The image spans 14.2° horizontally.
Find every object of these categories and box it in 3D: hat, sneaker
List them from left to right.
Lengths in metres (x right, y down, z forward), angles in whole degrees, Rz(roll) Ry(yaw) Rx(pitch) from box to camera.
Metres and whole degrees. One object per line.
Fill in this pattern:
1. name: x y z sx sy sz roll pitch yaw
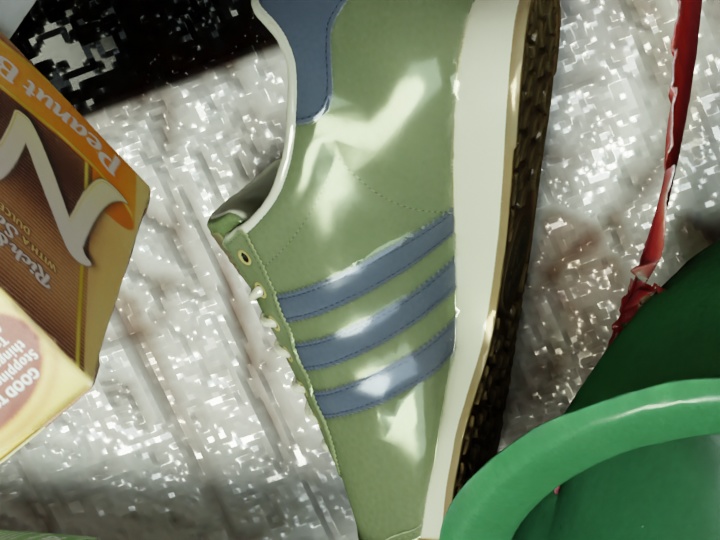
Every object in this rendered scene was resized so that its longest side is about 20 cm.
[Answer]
1. sneaker: 0.000 0.000 0.831 0.089 0.067 0.201 13 119 12
2. hat: 0.112 0.005 0.837 0.165 0.177 0.200 16 142 -18

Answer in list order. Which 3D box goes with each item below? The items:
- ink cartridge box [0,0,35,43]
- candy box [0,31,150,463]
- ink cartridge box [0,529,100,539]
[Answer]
1. ink cartridge box: -0.170 -0.086 0.785 0.144 0.085 0.200 33 111 -12
2. candy box: -0.140 -0.052 0.688 0.055 0.116 0.200 -37 108 18
3. ink cartridge box: -0.088 0.154 0.868 0.199 0.048 0.146 3 94 14
